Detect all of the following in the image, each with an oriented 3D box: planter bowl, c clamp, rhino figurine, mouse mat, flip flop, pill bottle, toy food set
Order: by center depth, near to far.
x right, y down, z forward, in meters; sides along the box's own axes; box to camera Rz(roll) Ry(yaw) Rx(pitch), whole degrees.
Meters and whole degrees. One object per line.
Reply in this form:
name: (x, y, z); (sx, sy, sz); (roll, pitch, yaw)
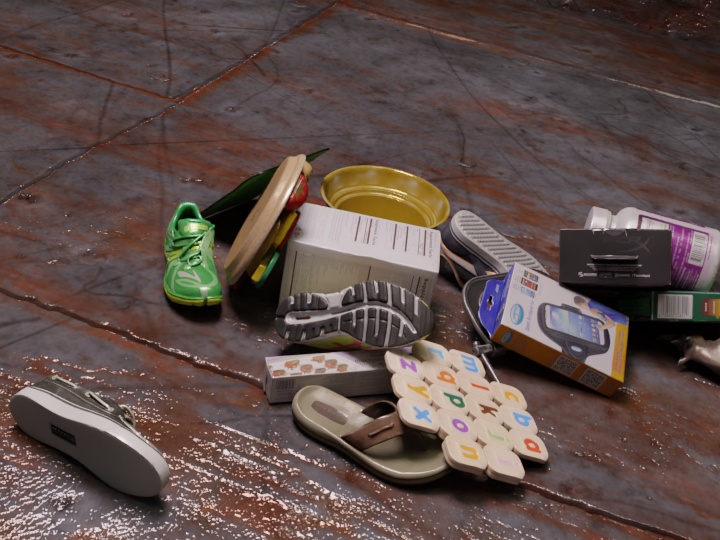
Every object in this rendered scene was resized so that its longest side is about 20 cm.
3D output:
flip flop: (0.016, 0.170, 0.977); (0.198, 0.058, 0.081); (24, 34, 18)
toy food set: (-0.119, -0.061, 1.166); (0.048, 0.200, 0.200); (30, -1, -13)
c clamp: (0.217, 0.074, 1.192); (0.198, 0.027, 0.172); (-14, 60, -32)
rhino figurine: (0.505, 0.115, 1.215); (0.197, 0.061, 0.088); (15, 29, 9)
mouse mat: (-0.152, -0.124, 1.303); (0.160, 0.199, 0.008); (-29, 91, -47)
planter bowl: (0.031, -0.076, 1.345); (0.197, 0.085, 0.202); (9, 32, -5)
pill bottle: (0.445, -0.033, 1.379); (0.197, 0.114, 0.113); (16, 32, 8)

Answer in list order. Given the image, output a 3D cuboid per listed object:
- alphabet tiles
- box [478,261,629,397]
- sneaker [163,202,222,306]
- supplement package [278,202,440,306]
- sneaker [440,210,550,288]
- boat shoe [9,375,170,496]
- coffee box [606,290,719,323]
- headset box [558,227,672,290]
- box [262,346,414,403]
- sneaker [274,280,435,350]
alphabet tiles: (0.119, 0.157, 1.018); (0.193, 0.015, 0.201); (18, 30, -22)
box: (0.253, 0.070, 1.164); (0.198, 0.042, 0.120); (27, 46, -4)
sneaker: (-0.228, -0.023, 1.182); (0.073, 0.085, 0.201); (-3, 35, -21)
supplement package: (0.000, 0.000, 1.188); (0.196, 0.115, 0.110); (12, 32, -1)
sneaker: (0.197, 0.002, 1.291); (0.199, 0.080, 0.079); (41, 43, 0)
boat shoe: (-0.263, 0.158, 0.901); (0.198, 0.072, 0.064); (23, 35, 22)
coffee box: (0.467, 0.052, 1.262); (0.196, 0.045, 0.123); (2, -3, -16)
headset box: (0.354, -0.014, 1.237); (0.146, 0.077, 0.200); (1, -4, 17)
box: (-0.017, 0.123, 1.059); (0.197, 0.042, 0.039); (-3, 34, -20)
sneaker: (0.000, 0.061, 1.086); (0.197, 0.080, 0.090); (1, -16, 22)
